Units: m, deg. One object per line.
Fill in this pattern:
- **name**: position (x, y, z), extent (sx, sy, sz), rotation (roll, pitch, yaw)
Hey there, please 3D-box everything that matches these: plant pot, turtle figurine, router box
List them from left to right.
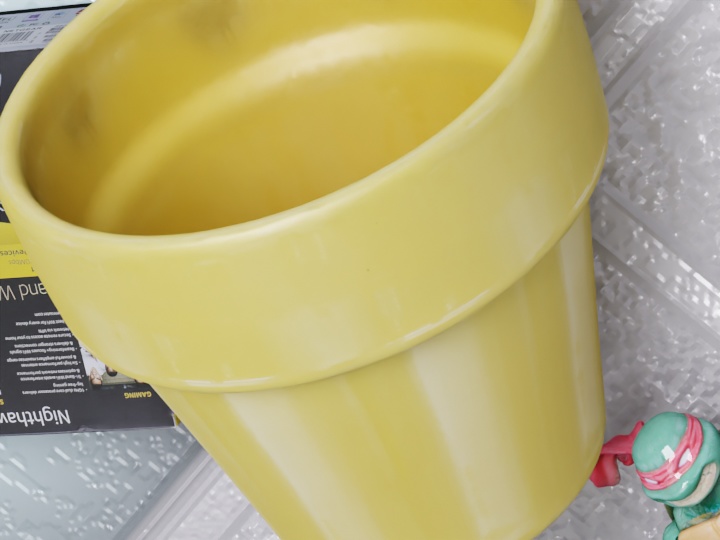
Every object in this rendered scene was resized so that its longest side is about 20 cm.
- **router box**: position (-0.169, -0.015, 1.045), extent (0.199, 0.052, 0.158), rotation (-3, 114, 17)
- **plant pot**: position (0.000, 0.000, 0.934), extent (0.200, 0.201, 0.189), rotation (-9, 126, 20)
- **turtle figurine**: position (0.151, 0.113, 0.985), extent (0.200, 0.101, 0.150), rotation (39, 141, -22)
